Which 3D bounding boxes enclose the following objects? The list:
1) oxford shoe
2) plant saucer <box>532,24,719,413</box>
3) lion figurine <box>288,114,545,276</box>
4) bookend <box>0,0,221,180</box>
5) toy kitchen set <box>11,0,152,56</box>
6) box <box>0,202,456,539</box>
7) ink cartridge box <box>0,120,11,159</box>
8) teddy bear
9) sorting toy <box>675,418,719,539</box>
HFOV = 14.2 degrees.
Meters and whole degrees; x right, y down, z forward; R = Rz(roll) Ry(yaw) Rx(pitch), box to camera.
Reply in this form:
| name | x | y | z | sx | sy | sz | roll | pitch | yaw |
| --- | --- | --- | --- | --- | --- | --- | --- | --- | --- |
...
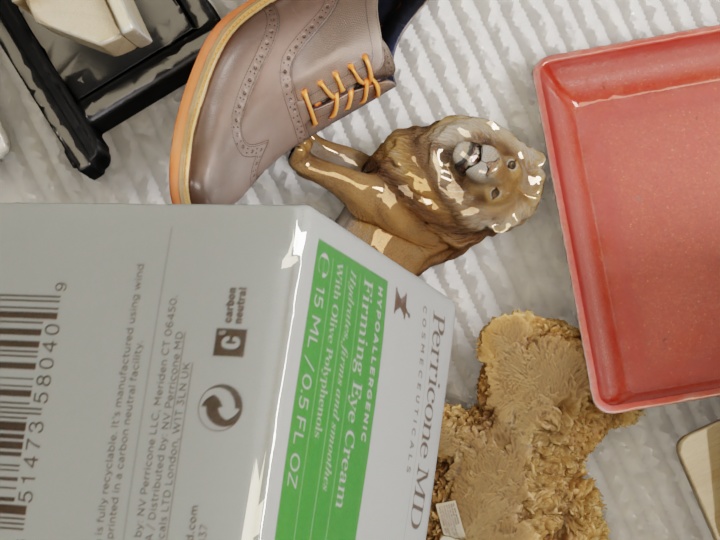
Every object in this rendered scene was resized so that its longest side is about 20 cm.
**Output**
| name | x | y | z | sx | sy | sz | roll | pitch | yaw |
| --- | --- | --- | --- | --- | --- | --- | --- | --- | --- |
| oxford shoe | -0.026 | -0.100 | 1.411 | 0.073 | 0.071 | 0.200 | 18 | 60 | 25 |
| plant saucer | 0.199 | -0.030 | 1.433 | 0.200 | 0.037 | 0.200 | -10 | 65 | 3 |
| lion figurine | 0.000 | 0.000 | 1.459 | 0.122 | 0.072 | 0.200 | 29 | 103 | -7 |
| bookend | -0.106 | -0.181 | 1.444 | 0.199 | 0.092 | 0.200 | -31 | 89 | -1 |
| toy kitchen set | -0.209 | -0.140 | 1.297 | 0.180 | 0.200 | 0.163 | -26 | 89 | 1 |
| box | -0.087 | 0.083 | 1.321 | 0.200 | 0.171 | 0.199 | 1 | 76 | 26 |
| ink cartridge box | -0.295 | -0.114 | 1.439 | 0.176 | 0.045 | 0.200 | -25 | 101 | -7 |
| teddy bear | 0.064 | 0.115 | 1.456 | 0.145 | 0.067 | 0.200 | 9 | 95 | 8 |
| sorting toy | 0.285 | 0.136 | 1.445 | 0.200 | 0.070 | 0.199 | -23 | 88 | 0 |
